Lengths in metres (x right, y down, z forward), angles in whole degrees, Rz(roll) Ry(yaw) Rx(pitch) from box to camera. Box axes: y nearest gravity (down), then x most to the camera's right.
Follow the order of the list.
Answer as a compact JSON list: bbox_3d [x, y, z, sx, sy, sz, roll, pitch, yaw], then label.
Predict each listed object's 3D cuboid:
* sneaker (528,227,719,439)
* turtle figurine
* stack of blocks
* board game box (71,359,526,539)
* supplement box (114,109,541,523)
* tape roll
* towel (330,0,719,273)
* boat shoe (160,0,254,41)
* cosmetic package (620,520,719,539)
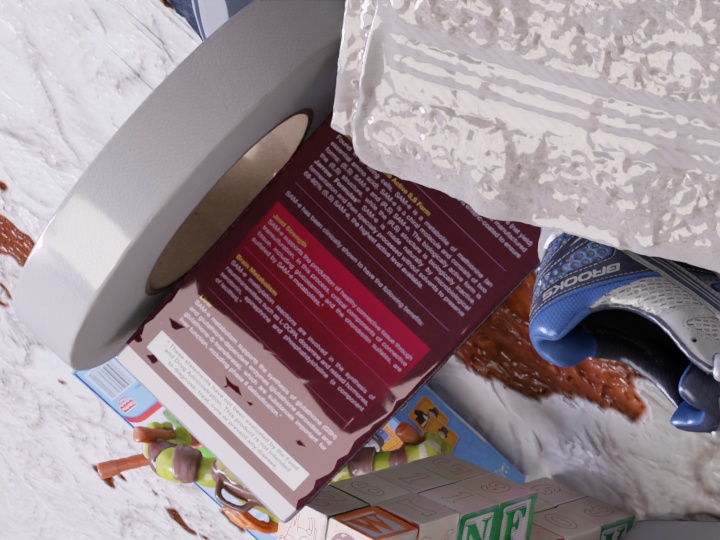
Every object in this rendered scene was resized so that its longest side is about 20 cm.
[{"bbox_3d":[0.157,0.033,1.052,0.200,0.085,0.077,15,145,15],"label":"sneaker"},{"bbox_3d":[-0.054,0.084,1.304,0.199,0.065,0.161,4,147,19],"label":"turtle figurine"},{"bbox_3d":[0.044,0.150,1.279,0.059,0.200,0.115,22,111,38],"label":"stack of blocks"},{"bbox_3d":[-0.034,0.080,1.404,0.200,0.037,0.151,44,136,-8],"label":"board game box"},{"bbox_3d":[0.000,0.000,1.162,0.109,0.061,0.200,45,113,2],"label":"supplement box"},{"bbox_3d":[-0.070,-0.041,1.173,0.037,0.203,0.203,41,153,8],"label":"tape roll"},{"bbox_3d":[0.087,-0.072,1.001,0.200,0.035,0.133,15,130,12],"label":"towel"},{"bbox_3d":[-0.076,-0.162,1.144,0.091,0.071,0.200,36,158,17],"label":"boat shoe"},{"bbox_3d":[0.158,0.255,1.260,0.200,0.200,0.123,54,154,-17],"label":"cosmetic package"}]
